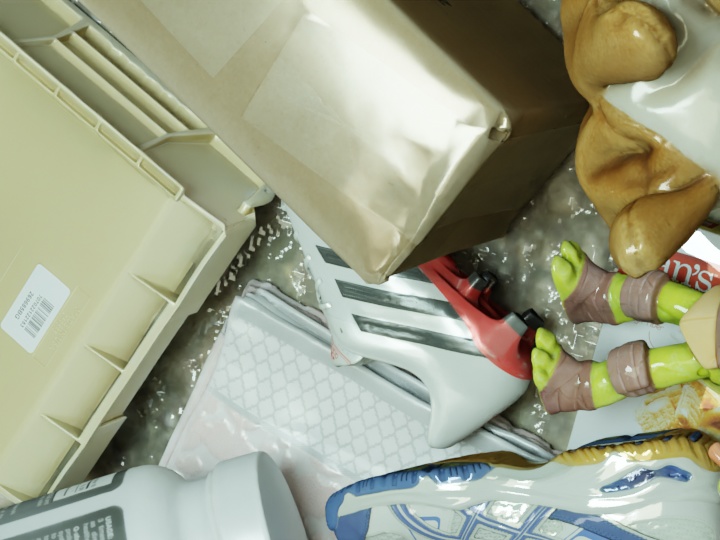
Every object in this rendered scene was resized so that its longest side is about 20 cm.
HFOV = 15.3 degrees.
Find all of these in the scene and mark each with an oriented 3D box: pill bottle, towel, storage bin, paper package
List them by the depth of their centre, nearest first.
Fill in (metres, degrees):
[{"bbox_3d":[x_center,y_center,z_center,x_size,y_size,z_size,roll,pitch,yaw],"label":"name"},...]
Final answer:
[{"bbox_3d":[-0.003,-0.103,1.223,0.200,0.191,0.104,44,109,11],"label":"paper package"},{"bbox_3d":[-0.128,0.161,1.302,0.199,0.116,0.116,-17,90,7],"label":"pill bottle"},{"bbox_3d":[-0.014,0.131,1.347,0.200,0.032,0.191,28,107,18],"label":"towel"},{"bbox_3d":[-0.172,-0.015,1.362,0.198,0.094,0.200,40,110,13],"label":"storage bin"}]

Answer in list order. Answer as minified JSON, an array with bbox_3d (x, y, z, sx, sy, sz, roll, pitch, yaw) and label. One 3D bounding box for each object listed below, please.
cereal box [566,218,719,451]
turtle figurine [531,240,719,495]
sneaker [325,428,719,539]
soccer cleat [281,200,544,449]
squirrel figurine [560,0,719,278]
[{"bbox_3d":[0.171,0.083,1.255,0.144,0.040,0.201,19,104,21],"label":"cereal box"},{"bbox_3d":[0.164,0.019,1.195,0.161,0.064,0.201,1,69,27],"label":"turtle figurine"},{"bbox_3d":[0.075,0.128,1.244,0.199,0.075,0.088,-8,92,29],"label":"sneaker"},{"bbox_3d":[0.000,0.000,1.296,0.200,0.069,0.085,44,101,15],"label":"soccer cleat"},{"bbox_3d":[0.122,-0.124,1.158,0.141,0.200,0.187,-31,100,7],"label":"squirrel figurine"}]
